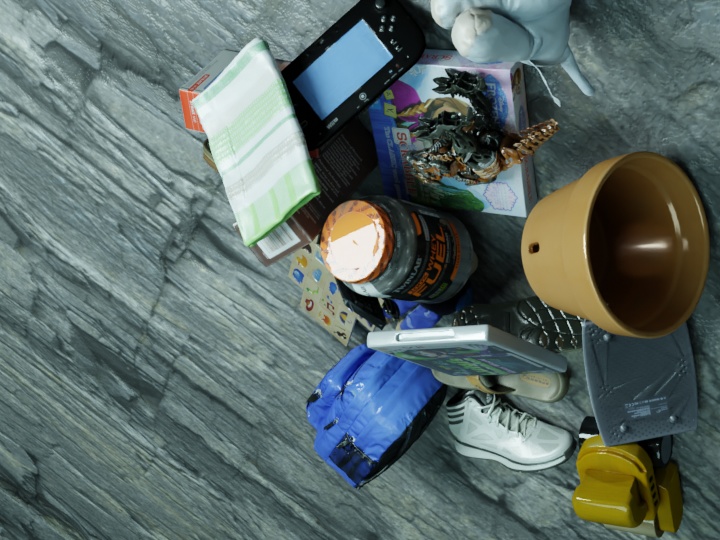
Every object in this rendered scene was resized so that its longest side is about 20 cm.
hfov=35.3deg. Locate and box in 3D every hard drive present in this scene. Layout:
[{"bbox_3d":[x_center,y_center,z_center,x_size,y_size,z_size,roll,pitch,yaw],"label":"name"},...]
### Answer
[{"bbox_3d":[0.349,0.126,1.419,0.133,0.043,0.202,-13,122,9],"label":"hard drive"}]

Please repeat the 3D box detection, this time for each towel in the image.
[{"bbox_3d":[-0.125,-0.148,1.319,0.149,0.030,0.202,-36,68,43],"label":"towel"}]

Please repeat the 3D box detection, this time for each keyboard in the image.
[{"bbox_3d":[0.000,0.000,1.463,0.021,0.201,0.127,-40,131,19],"label":"keyboard"}]

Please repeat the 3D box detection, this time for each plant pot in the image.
[{"bbox_3d":[0.277,-0.026,1.278,0.139,0.200,0.201,-4,126,57],"label":"plant pot"}]

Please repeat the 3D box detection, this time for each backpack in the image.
[{"bbox_3d":[0.020,0.198,1.656,0.167,0.163,0.200,40,139,2],"label":"backpack"}]

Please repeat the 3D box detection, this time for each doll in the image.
[{"bbox_3d":[0.092,0.026,1.541,0.136,0.049,0.200,42,138,-6],"label":"doll"}]

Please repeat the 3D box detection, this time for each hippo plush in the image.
[{"bbox_3d":[0.173,-0.289,1.126,0.200,0.158,0.161,48,129,16],"label":"hippo plush"}]

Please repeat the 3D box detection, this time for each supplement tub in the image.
[{"bbox_3d":[0.045,-0.026,1.400,0.121,0.199,0.125,-4,83,34],"label":"supplement tub"}]

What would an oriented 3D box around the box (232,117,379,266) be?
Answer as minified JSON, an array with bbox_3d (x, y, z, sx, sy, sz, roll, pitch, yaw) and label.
[{"bbox_3d":[-0.062,-0.102,1.421,0.100,0.200,0.075,-27,107,44],"label":"box"}]

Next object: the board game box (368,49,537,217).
[{"bbox_3d":[0.107,-0.168,1.366,0.197,0.041,0.202,9,130,29],"label":"board game box"}]

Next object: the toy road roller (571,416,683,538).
[{"bbox_3d":[0.352,0.304,1.530,0.121,0.146,0.202,3,128,32],"label":"toy road roller"}]

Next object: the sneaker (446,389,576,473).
[{"bbox_3d":[0.204,0.217,1.609,0.198,0.076,0.116,1,129,37],"label":"sneaker"}]

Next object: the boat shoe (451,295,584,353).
[{"bbox_3d":[0.221,0.076,1.487,0.197,0.077,0.074,1,163,21],"label":"boat shoe"}]

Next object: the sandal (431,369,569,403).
[{"bbox_3d":[0.187,0.141,1.554,0.197,0.054,0.082,12,109,24],"label":"sandal"}]

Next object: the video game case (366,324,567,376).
[{"bbox_3d":[0.137,0.104,1.431,0.180,0.024,0.199,-6,162,38],"label":"video game case"}]

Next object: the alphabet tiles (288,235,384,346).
[{"bbox_3d":[-0.033,0.015,1.616,0.167,0.008,0.201,40,140,20],"label":"alphabet tiles"}]

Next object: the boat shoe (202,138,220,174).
[{"bbox_3d":[-0.134,-0.116,1.550,0.198,0.072,0.069,28,133,14],"label":"boat shoe"}]

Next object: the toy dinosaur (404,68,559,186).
[{"bbox_3d":[0.132,-0.152,1.286,0.198,0.103,0.136,-24,128,24],"label":"toy dinosaur"}]

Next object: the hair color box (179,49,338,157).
[{"bbox_3d":[-0.115,-0.213,1.428,0.197,0.111,0.065,15,133,22],"label":"hair color box"}]

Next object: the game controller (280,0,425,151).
[{"bbox_3d":[-0.019,-0.230,1.310,0.105,0.199,0.042,53,-171,26],"label":"game controller"}]
